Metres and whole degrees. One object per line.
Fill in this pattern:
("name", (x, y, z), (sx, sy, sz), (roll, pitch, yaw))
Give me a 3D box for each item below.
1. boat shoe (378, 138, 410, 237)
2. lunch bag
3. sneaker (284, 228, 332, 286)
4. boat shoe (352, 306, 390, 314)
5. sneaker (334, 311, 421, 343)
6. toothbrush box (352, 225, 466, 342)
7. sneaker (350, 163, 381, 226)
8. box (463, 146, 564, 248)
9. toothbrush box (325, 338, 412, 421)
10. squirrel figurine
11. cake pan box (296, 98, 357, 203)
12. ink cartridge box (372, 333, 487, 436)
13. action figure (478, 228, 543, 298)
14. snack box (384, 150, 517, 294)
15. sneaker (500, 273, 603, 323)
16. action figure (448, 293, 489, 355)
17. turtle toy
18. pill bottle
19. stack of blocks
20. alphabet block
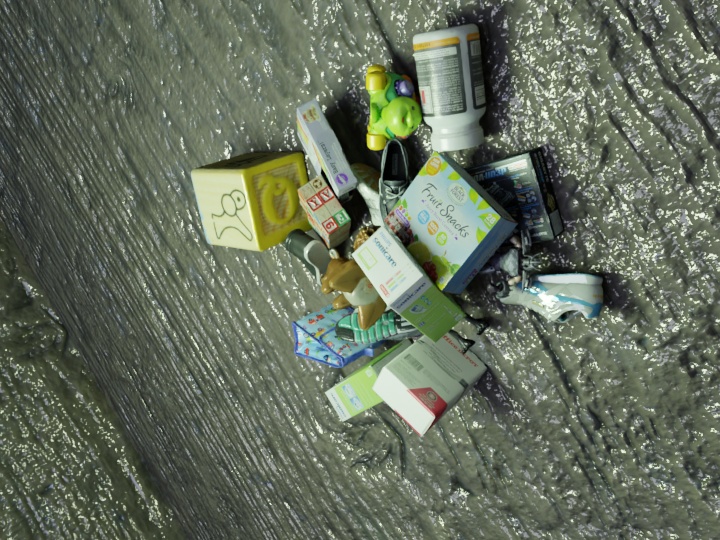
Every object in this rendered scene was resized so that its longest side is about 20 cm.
("boat shoe", (0.070, -0.161, 1.289), (0.071, 0.068, 0.202), (2, 85, 5))
("lunch bag", (-0.041, 0.165, 1.535), (0.199, 0.150, 0.095), (21, 124, 42))
("sneaker", (-0.113, -0.033, 1.538), (0.099, 0.071, 0.200), (36, 168, 30))
("boat shoe", (0.048, 0.059, 1.473), (0.199, 0.072, 0.066), (-28, 86, 46))
("sneaker", (0.045, 0.138, 1.451), (0.198, 0.075, 0.088), (-6, 149, 14))
("toothbrush box", (0.093, 0.028, 1.216), (0.086, 0.200, 0.146), (-41, 51, 7))
("sneaker", (0.036, -0.140, 1.378), (0.200, 0.075, 0.088), (47, 135, 16))
("box", (0.257, -0.124, 1.200), (0.199, 0.046, 0.160), (-10, 104, 46))
("toothbrush box", (0.035, 0.257, 1.519), (0.086, 0.145, 0.200), (56, 137, 6))
("squirrel figurine", (0.000, 0.000, 1.435), (0.142, 0.200, 0.187), (46, 174, -24))
("cake pan box", (-0.071, -0.238, 1.376), (0.201, 0.052, 0.184), (63, 175, 1))
("ink cartridge box", (0.148, 0.226, 1.369), (0.145, 0.199, 0.085), (42, 136, 19))
("action figure", (0.238, -0.016, 1.181), (0.199, 0.069, 0.131), (3, 87, 39))
("snack box", (0.157, -0.088, 1.172), (0.169, 0.067, 0.200), (-53, 53, 22))
("sneaker", (0.337, 0.053, 1.177), (0.199, 0.076, 0.082), (-6, 77, 45))
("action figure", (0.167, 0.071, 1.337), (0.200, 0.102, 0.119), (43, 100, 15))
("turtle toy", (0.062, -0.301, 1.217), (0.100, 0.200, 0.147), (-1, 116, 2))
("pill bottle", (0.160, -0.319, 1.141), (0.116, 0.116, 0.202), (7, 115, 41))
("stack of blocks", (-0.078, -0.121, 1.430), (0.116, 0.058, 0.200), (55, 173, 6))
("alphabet block", (-0.253, -0.170, 1.549), (0.199, 0.196, 0.197), (9, 118, 40))
